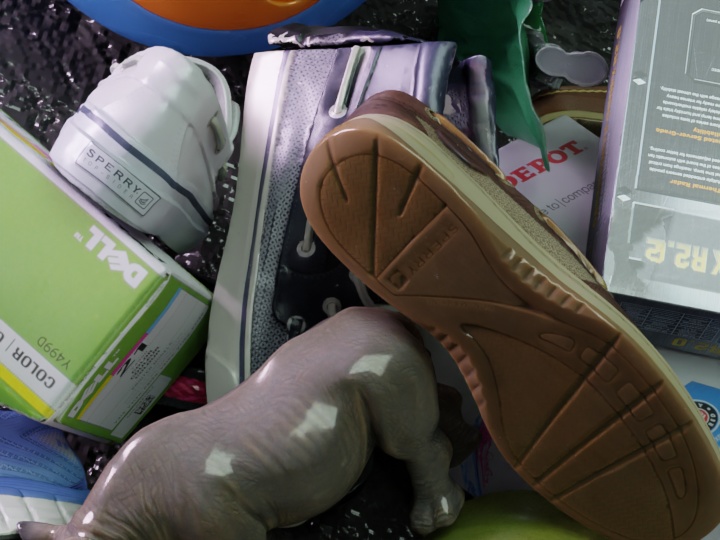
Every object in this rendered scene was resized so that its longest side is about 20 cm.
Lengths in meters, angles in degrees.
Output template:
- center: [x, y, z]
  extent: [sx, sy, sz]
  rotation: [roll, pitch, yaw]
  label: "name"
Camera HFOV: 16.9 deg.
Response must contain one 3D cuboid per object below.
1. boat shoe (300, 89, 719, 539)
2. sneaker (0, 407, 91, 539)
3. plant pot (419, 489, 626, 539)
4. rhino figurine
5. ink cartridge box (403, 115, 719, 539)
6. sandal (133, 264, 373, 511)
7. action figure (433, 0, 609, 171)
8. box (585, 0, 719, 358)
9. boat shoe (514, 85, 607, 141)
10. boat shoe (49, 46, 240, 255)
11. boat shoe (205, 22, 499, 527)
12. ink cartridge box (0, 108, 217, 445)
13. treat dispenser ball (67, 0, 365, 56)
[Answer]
- center: [0.064, 0.014, 0.883]
  extent: [0.200, 0.072, 0.072]
  rotation: [44, 31, -5]
  label: "boat shoe"
- center: [-0.194, 0.078, 0.896]
  extent: [0.199, 0.079, 0.089]
  rotation: [5, 50, -32]
  label: "sneaker"
- center: [0.044, 0.186, 0.873]
  extent: [0.200, 0.201, 0.193]
  rotation: [36, 39, 0]
  label: "plant pot"
- center: [-0.048, 0.085, 0.882]
  extent: [0.199, 0.060, 0.088]
  rotation: [-32, 119, -11]
  label: "rhino figurine"
- center: [0.102, 0.037, 1.006]
  extent: [0.144, 0.085, 0.200]
  rotation: [-28, 51, -37]
  label: "ink cartridge box"
- center: [-0.078, 0.028, 0.993]
  extent: [0.200, 0.045, 0.075]
  rotation: [40, 51, 3]
  label: "sandal"
- center: [0.064, -0.114, 1.080]
  extent: [0.054, 0.200, 0.119]
  rotation: [-3, 99, -10]
  label: "action figure"
- center: [0.195, -0.038, 0.960]
  extent: [0.199, 0.048, 0.159]
  rotation: [10, 69, -2]
  label: "box"
- center: [0.156, -0.057, 1.147]
  extent: [0.199, 0.072, 0.068]
  rotation: [9, 50, -27]
  label: "boat shoe"
- center: [-0.075, -0.051, 0.955]
  extent: [0.073, 0.200, 0.067]
  rotation: [40, 90, -7]
  label: "boat shoe"
- center: [0.000, 0.000, 0.936]
  extent: [0.075, 0.092, 0.201]
  rotation: [12, 80, -56]
  label: "boat shoe"
- center: [-0.143, -0.016, 0.884]
  extent: [0.148, 0.200, 0.076]
  rotation: [40, 89, 12]
  label: "ink cartridge box"
- center: [-0.062, -0.193, 1.046]
  extent: [0.200, 0.201, 0.202]
  rotation: [12, 55, -18]
  label: "treat dispenser ball"
